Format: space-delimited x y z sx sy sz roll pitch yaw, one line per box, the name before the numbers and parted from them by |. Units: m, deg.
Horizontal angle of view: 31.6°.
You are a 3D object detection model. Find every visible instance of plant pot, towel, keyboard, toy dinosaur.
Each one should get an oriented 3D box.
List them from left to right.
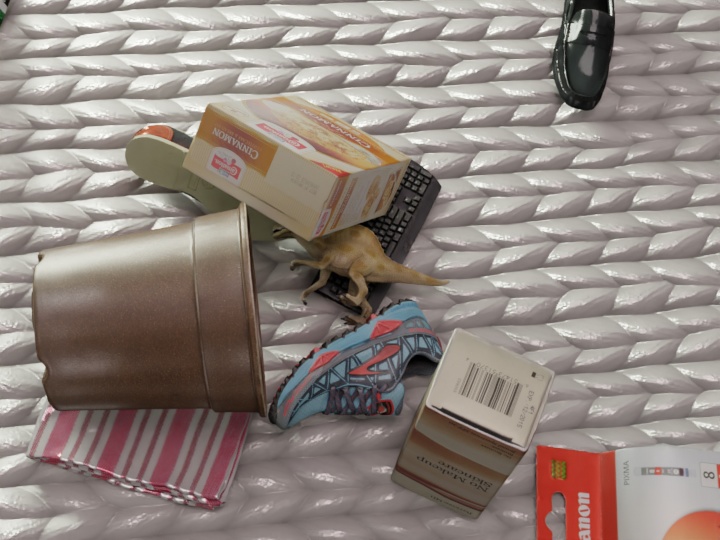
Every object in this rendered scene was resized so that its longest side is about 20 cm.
towel | -0.208 0.140 1.241 0.199 0.030 0.147 15 60 0
plant pot | -0.193 0.048 1.184 0.197 0.201 0.202 -7 63 -4
keyboard | -0.001 -0.054 1.383 0.126 0.021 0.201 26 60 5
toy dinosaur | 0.000 0.000 1.315 0.199 0.058 0.102 20 61 -6

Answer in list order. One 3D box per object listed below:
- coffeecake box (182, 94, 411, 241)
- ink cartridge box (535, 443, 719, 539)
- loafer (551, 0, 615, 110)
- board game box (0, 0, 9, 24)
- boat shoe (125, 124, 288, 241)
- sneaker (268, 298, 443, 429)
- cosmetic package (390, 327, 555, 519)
coffeecake box | -0.059 -0.109 1.288 0.153 0.073 0.200 31 20 15
ink cartridge box | 0.274 0.248 1.249 0.198 0.050 0.163 9 61 -8
loafer | 0.269 -0.283 1.519 0.068 0.071 0.202 11 61 -3
board game box | -0.448 -0.353 1.379 0.023 0.200 0.105 -2 59 26
boat shoe | -0.153 -0.097 1.358 0.199 0.071 0.063 26 22 -2
sneaker | 0.002 0.108 1.264 0.199 0.079 0.096 -32 73 -23
cosmetic package | 0.100 0.148 1.189 0.103 0.200 0.088 23 62 5
